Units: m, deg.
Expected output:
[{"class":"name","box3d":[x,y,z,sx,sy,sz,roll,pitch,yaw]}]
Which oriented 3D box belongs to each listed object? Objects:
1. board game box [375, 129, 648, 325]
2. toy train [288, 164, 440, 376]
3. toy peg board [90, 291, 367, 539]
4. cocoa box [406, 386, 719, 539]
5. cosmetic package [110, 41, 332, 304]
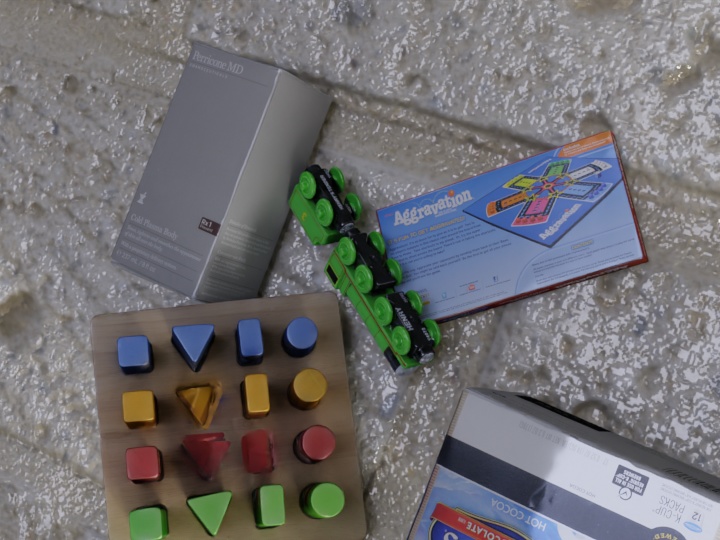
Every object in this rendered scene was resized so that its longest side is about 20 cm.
[{"class":"board game box","box3d":[0.113,-0.028,0.964,0.199,0.019,0.104,-18,76,22]},{"class":"toy train","box3d":[0.000,0.000,0.989,0.201,0.042,0.057,59,143,27]},{"class":"toy peg board","box3d":[-0.099,0.117,0.945,0.199,0.098,0.201,-6,80,-9]},{"class":"cocoa box","box3d":[0.153,0.178,0.849,0.199,0.133,0.132,22,93,27]},{"class":"cosmetic package","box3d":[-0.115,-0.078,1.042,0.106,0.090,0.201,20,93,33]}]
